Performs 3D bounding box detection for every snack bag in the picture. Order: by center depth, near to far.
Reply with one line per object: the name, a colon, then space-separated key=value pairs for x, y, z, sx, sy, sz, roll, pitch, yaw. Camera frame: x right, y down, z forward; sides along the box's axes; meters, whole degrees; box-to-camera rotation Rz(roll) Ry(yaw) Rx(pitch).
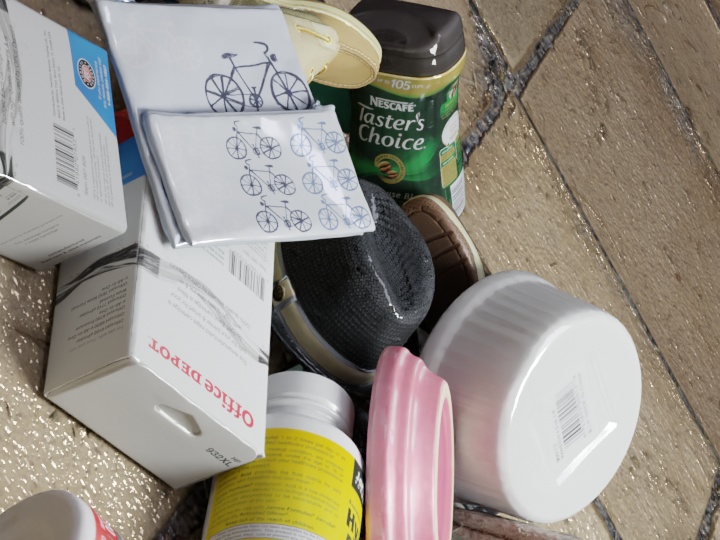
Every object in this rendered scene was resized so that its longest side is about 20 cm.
snack bag: x=-0.089 y=-0.110 z=1.470 sx=0.188 sy=0.021 sz=0.201 roll=-5 pitch=69 yaw=-44

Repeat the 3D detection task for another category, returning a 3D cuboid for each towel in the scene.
towel: x=0.165 y=0.229 z=1.670 sx=0.132 sy=0.199 sz=0.035 roll=24 pitch=81 yaw=-52

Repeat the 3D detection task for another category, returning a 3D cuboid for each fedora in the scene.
fedora: x=0.000 y=0.000 z=1.643 sx=0.200 sy=0.091 sz=0.202 roll=30 pitch=40 yaw=-28

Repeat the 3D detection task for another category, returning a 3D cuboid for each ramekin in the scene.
ramekin: x=0.141 y=0.108 z=1.678 sx=0.200 sy=0.097 sz=0.202 roll=-18 pitch=116 yaw=-41

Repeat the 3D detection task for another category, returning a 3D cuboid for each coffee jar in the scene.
coffee jar: x=0.037 y=-0.133 z=1.748 sx=0.085 sy=0.104 sz=0.201 roll=-51 pitch=147 yaw=-48

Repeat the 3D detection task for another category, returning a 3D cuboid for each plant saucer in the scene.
plant saucer: x=0.040 y=0.158 z=1.544 sx=0.200 sy=0.050 sz=0.202 roll=1 pitch=90 yaw=-82

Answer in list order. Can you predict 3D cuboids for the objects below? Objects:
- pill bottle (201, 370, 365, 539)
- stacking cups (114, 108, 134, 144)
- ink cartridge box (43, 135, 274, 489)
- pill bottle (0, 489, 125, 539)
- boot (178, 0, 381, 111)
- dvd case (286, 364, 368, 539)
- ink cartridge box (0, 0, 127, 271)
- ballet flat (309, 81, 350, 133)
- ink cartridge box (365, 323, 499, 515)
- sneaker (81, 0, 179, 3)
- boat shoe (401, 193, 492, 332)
pill bottle: x=-0.054 y=0.172 z=1.444 sx=0.111 sy=0.111 sz=0.201 roll=46 pitch=34 yaw=-33
stacking cups: x=-0.135 y=-0.119 z=1.589 sx=0.200 sy=0.060 sz=0.061 roll=-22 pitch=89 yaw=-57
ink cartridge box: x=-0.136 y=0.028 z=1.435 sx=0.145 sy=0.083 sz=0.201 roll=41 pitch=37 yaw=-40
pill bottle: x=-0.147 y=0.234 z=1.232 sx=0.200 sy=0.113 sz=0.114 roll=48 pitch=33 yaw=-31
boot: x=-0.054 y=-0.137 z=1.589 sx=0.199 sy=0.073 sz=0.157 roll=20 pitch=52 yaw=-44
dvd case: x=0.004 y=0.182 z=1.634 sx=0.200 sy=0.022 sz=0.147 roll=40 pitch=38 yaw=-39
ink cartridge box: x=-0.251 y=-0.104 z=1.332 sx=0.200 sy=0.084 sz=0.146 roll=28 pitch=46 yaw=-51
ballet flat: x=-0.060 y=-0.187 z=1.767 sx=0.199 sy=0.068 sz=0.073 roll=28 pitch=27 yaw=-45
ink cartridge box: x=0.072 y=0.086 z=1.802 sx=0.198 sy=0.043 sz=0.201 roll=50 pitch=31 yaw=-26
sneaker: x=-0.156 y=-0.241 z=1.598 sx=0.200 sy=0.086 sz=0.078 roll=19 pitch=52 yaw=-55
boat shoe: x=0.087 y=0.022 z=1.762 sx=0.204 sy=0.074 sz=0.075 roll=70 pitch=26 yaw=-16
